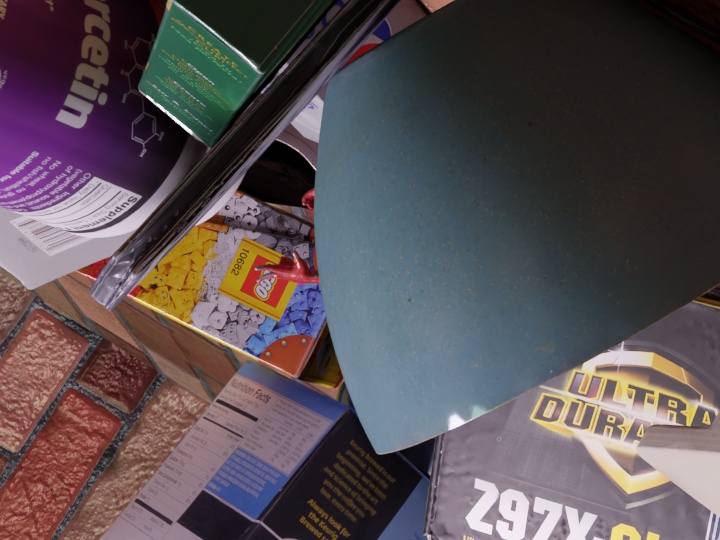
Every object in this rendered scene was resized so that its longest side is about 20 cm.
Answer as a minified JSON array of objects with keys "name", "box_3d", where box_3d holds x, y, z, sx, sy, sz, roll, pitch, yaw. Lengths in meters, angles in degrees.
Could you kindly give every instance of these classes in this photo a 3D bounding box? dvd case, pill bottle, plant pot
[{"name":"dvd case","box_3d":[-0.032,-0.066,0.997,0.016,0.200,0.149,43,169,-3]},{"name":"pill bottle","box_3d":[-0.138,-0.081,1.056,0.112,0.113,0.200,24,-178,44]},{"name":"plant pot","box_3d":[0.060,-0.037,0.958,0.135,0.200,0.200,61,168,-2]}]

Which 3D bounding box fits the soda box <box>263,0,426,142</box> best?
[{"name":"soda box","box_3d":[-0.036,-0.126,1.108,0.063,0.068,0.200,25,168,40]}]

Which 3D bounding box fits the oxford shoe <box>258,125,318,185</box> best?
[{"name":"oxford shoe","box_3d":[-0.070,-0.103,1.306,0.200,0.073,0.071,32,170,9]}]

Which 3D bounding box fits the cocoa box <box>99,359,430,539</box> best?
[{"name":"cocoa box","box_3d":[-0.009,0.164,1.310,0.200,0.131,0.133,44,169,-26]}]

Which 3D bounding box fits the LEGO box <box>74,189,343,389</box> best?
[{"name":"LEGO box","box_3d":[-0.072,-0.001,1.387,0.149,0.077,0.200,26,178,7]}]

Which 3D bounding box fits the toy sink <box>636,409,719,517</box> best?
[{"name":"toy sink","box_3d":[0.233,0.064,1.032,0.130,0.112,0.200,37,163,-20]}]

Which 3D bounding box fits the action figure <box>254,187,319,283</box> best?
[{"name":"action figure","box_3d":[0.000,0.000,1.182,0.099,0.065,0.200,7,157,-2]}]

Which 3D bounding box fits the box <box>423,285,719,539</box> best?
[{"name":"box","box_3d":[0.136,0.076,1.175,0.200,0.160,0.049,16,-157,21]}]

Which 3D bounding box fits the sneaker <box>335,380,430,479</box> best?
[{"name":"sneaker","box_3d":[0.081,0.102,1.350,0.200,0.074,0.082,30,145,3]}]

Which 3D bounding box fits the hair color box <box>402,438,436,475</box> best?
[{"name":"hair color box","box_3d":[0.133,0.081,1.300,0.200,0.099,0.061,17,179,-14]}]

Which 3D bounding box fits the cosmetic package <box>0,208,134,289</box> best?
[{"name":"cosmetic package","box_3d":[-0.165,-0.108,1.232,0.107,0.090,0.200,47,-155,-61]}]

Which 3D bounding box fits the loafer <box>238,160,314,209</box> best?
[{"name":"loafer","box_3d":[-0.009,-0.061,1.373,0.200,0.072,0.063,29,154,-9]}]

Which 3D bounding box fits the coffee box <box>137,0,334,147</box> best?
[{"name":"coffee box","box_3d":[-0.026,-0.115,0.934,0.044,0.123,0.200,40,172,-3]}]
